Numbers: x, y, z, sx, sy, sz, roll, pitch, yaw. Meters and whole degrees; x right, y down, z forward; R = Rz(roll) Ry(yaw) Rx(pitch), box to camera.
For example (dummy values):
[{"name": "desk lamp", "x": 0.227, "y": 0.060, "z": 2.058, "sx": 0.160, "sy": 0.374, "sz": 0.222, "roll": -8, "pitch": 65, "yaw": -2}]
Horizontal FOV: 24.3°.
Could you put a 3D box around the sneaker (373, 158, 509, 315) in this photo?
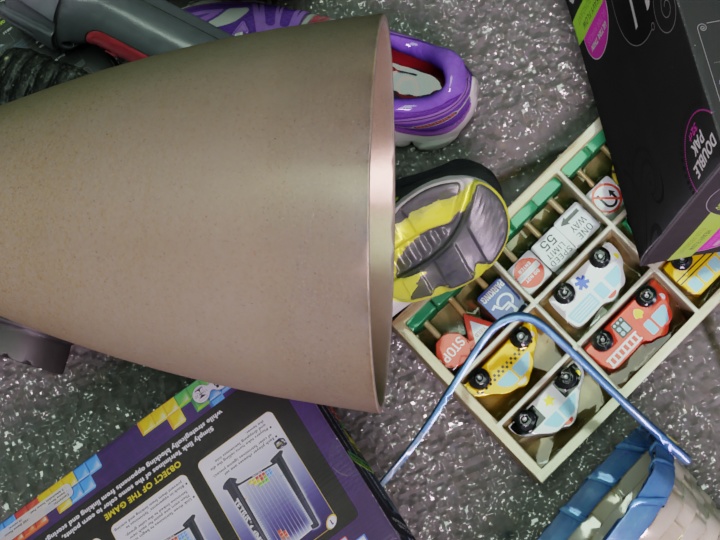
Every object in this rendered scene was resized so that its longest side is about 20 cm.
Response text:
[{"name": "sneaker", "x": 0.000, "y": 0.000, "z": 0.952, "sx": 0.199, "sy": 0.085, "sz": 0.075, "roll": -23, "pitch": 103, "yaw": 19}]

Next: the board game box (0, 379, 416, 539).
[{"name": "board game box", "x": -0.078, "y": 0.154, "z": 0.850, "sx": 0.199, "sy": 0.057, "sz": 0.166, "roll": -35, "pitch": 62, "yaw": 2}]

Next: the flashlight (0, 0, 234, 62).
[{"name": "flashlight", "x": -0.104, "y": -0.114, "z": 0.921, "sx": 0.199, "sy": 0.068, "sz": 0.068, "roll": 27, "pitch": 88, "yaw": 8}]

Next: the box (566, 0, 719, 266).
[{"name": "box", "x": 0.199, "y": -0.127, "z": 0.903, "sx": 0.123, "sy": 0.149, "sz": 0.202, "roll": -9, "pitch": 71, "yaw": -11}]

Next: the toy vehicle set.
[{"name": "toy vehicle set", "x": 0.129, "y": 0.008, "z": 0.962, "sx": 0.200, "sy": 0.027, "sz": 0.124, "roll": -45, "pitch": 80, "yaw": -6}]

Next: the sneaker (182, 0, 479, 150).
[{"name": "sneaker", "x": -0.029, "y": -0.125, "z": 0.967, "sx": 0.198, "sy": 0.083, "sz": 0.082, "roll": 6, "pitch": 79, "yaw": 5}]

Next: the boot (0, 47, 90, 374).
[{"name": "boot", "x": -0.222, "y": -0.051, "z": 0.897, "sx": 0.209, "sy": 0.079, "sz": 0.159, "roll": 20, "pitch": 88, "yaw": -6}]

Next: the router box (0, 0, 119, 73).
[{"name": "router box", "x": -0.224, "y": -0.068, "z": 0.975, "sx": 0.199, "sy": 0.062, "sz": 0.150, "roll": -36, "pitch": 79, "yaw": -4}]

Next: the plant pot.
[{"name": "plant pot", "x": -0.086, "y": -0.029, "z": 0.802, "sx": 0.198, "sy": 0.187, "sz": 0.189, "roll": 1, "pitch": 79, "yaw": 4}]

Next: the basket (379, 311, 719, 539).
[{"name": "basket", "x": 0.105, "y": 0.143, "z": 0.872, "sx": 0.199, "sy": 0.139, "sz": 0.177, "roll": 36, "pitch": 98, "yaw": 5}]
